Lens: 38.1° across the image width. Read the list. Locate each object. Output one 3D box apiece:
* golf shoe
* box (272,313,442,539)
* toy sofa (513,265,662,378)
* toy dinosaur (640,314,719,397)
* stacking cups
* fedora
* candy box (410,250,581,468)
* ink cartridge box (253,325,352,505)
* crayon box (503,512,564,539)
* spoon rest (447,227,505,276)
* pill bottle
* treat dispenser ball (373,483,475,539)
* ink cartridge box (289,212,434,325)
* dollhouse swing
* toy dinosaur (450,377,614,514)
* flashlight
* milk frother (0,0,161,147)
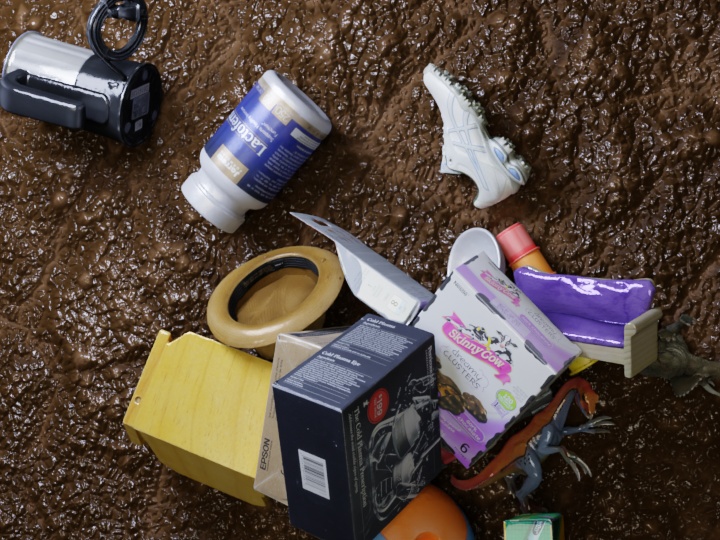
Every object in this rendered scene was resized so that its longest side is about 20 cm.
[{"bbox_3d":[0.128,-0.171,1.345,0.097,0.078,0.201,-39,82,17],"label":"golf shoe"},{"bbox_3d":[0.002,0.185,1.214,0.103,0.182,0.202,15,123,34],"label":"box"},{"bbox_3d":[0.250,0.057,1.241,0.198,0.082,0.099,8,107,37],"label":"toy sofa"},{"bbox_3d":[0.354,0.095,1.292,0.198,0.077,0.103,20,129,25],"label":"toy dinosaur"},{"bbox_3d":[0.242,0.031,1.327,0.060,0.060,0.201,-30,84,12],"label":"stacking cups"},{"bbox_3d":[-0.104,0.051,1.374,0.198,0.202,0.082,-9,126,14],"label":"fedora"},{"bbox_3d":[0.136,0.108,1.245,0.168,0.071,0.201,46,131,14],"label":"candy box"},{"bbox_3d":[-0.044,0.177,1.304,0.074,0.164,0.203,14,98,32],"label":"ink cartridge box"},{"bbox_3d":[0.206,0.387,1.206,0.058,0.119,0.203,-4,80,16],"label":"crayon box"},{"bbox_3d":[0.148,0.046,1.336,0.099,0.060,0.203,-8,83,52],"label":"spoon rest"},{"bbox_3d":[-0.141,-0.155,1.386,0.116,0.116,0.200,43,100,9],"label":"pill bottle"},{"bbox_3d":[0.048,0.361,1.310,0.198,0.201,0.204,0,91,13],"label":"treat dispenser ball"},{"bbox_3d":[0.000,0.000,1.333,0.199,0.160,0.048,34,97,11],"label":"ink cartridge box"},{"bbox_3d":[-0.184,0.202,1.398,0.198,0.176,0.184,19,80,13],"label":"dollhouse swing"},{"bbox_3d":[0.223,0.214,1.293,0.197,0.105,0.184,6,108,-1],"label":"toy dinosaur"},{"bbox_3d":[0.156,0.190,1.348,0.199,0.068,0.068,-32,89,13],"label":"flashlight"},{"bbox_3d":[-0.378,-0.288,1.405,0.186,0.180,0.202,17,98,12],"label":"milk frother"}]
